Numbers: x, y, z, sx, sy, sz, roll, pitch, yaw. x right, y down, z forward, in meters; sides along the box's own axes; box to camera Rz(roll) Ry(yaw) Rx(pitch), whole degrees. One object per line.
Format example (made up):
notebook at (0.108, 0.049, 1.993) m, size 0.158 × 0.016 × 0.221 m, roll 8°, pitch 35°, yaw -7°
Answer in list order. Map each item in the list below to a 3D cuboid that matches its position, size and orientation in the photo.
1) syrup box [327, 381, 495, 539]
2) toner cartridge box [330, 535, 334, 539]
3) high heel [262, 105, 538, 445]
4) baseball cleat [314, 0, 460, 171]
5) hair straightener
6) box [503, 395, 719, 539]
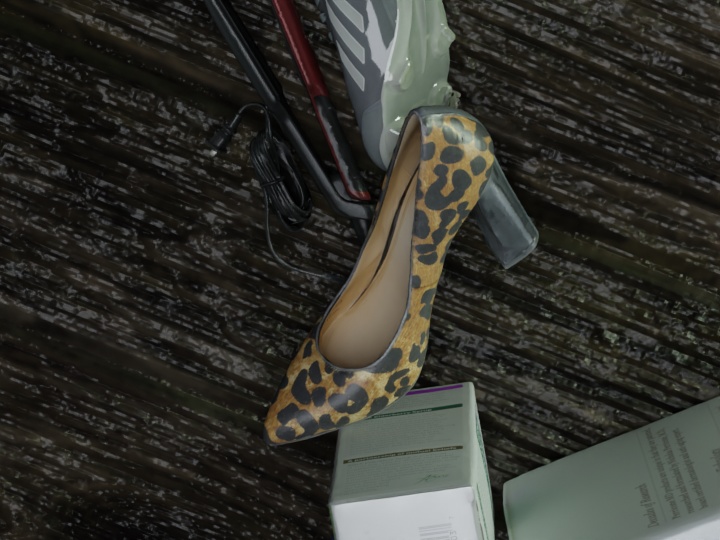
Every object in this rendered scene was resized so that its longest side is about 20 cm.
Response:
syrup box at (0.031, 0.128, 1.577) m, size 0.081 × 0.200 × 0.079 m, roll -8°, pitch 103°, yaw 5°
toner cartridge box at (-0.027, 0.263, 1.665) m, size 0.043 × 0.095 × 0.200 m, roll 16°, pitch 104°, yaw -3°
high heel at (0.000, 0.000, 1.574) m, size 0.200 × 0.071 × 0.143 m, roll -43°, pitch 141°, yaw -6°
baseball cleat at (-0.002, -0.154, 1.590) m, size 0.106 × 0.070 × 0.200 m, roll 17°, pitch 120°, yaw 32°
hair straightener at (-0.047, -0.078, 1.621) m, size 0.077 × 0.041 × 0.200 m, roll -22°, pitch 106°, yaw 7°
box at (0.193, 0.201, 1.590) m, size 0.171 × 0.200 × 0.199 m, roll -22°, pitch 102°, yaw 4°
